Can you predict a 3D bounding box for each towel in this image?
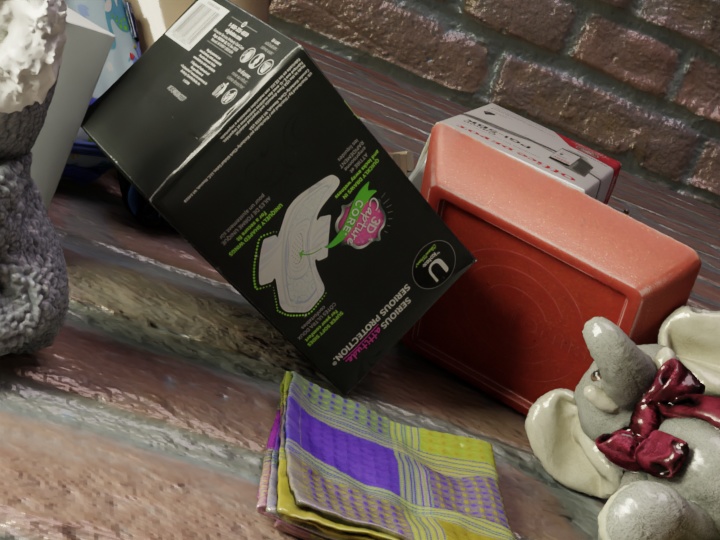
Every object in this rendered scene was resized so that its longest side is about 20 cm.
[{"bbox_3d":[0.019,0.112,0.731,0.142,0.023,0.200,22,13,-5],"label":"towel"}]

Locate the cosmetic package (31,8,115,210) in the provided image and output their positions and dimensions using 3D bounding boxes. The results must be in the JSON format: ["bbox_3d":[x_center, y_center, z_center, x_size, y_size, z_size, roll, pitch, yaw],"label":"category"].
[{"bbox_3d":[-0.258,-0.120,0.884,0.199,0.152,0.051,33,16,33],"label":"cosmetic package"}]

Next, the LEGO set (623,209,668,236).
[{"bbox_3d":[0.219,-0.013,1.367,0.199,0.117,0.154,27,13,15],"label":"LEGO set"}]

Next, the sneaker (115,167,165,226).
[{"bbox_3d":[-0.133,-0.066,1.086,0.072,0.113,0.200,10,-30,30],"label":"sneaker"}]

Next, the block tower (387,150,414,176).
[{"bbox_3d":[-0.032,-0.068,1.106,0.054,0.059,0.199,-2,3,37],"label":"block tower"}]

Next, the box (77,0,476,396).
[{"bbox_3d":[-0.052,-0.049,0.865,0.200,0.124,0.148,48,-4,-36],"label":"box"}]

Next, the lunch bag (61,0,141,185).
[{"bbox_3d":[-0.244,-0.150,1.038,0.082,0.162,0.199,-18,-11,30],"label":"lunch bag"}]

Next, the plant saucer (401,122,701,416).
[{"bbox_3d":[0.111,0.025,0.942,0.198,0.201,0.037,29,47,19],"label":"plant saucer"}]

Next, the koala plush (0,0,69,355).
[{"bbox_3d":[-0.203,-0.070,0.667,0.182,0.202,0.177,16,14,-29],"label":"koala plush"}]

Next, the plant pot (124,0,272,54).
[{"bbox_3d":[-0.158,-0.184,1.192,0.199,0.199,0.175,9,59,-47],"label":"plant pot"}]

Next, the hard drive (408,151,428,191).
[{"bbox_3d":[0.124,-0.021,1.074,0.199,0.027,0.132,32,-15,-2],"label":"hard drive"}]

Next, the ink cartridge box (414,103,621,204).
[{"bbox_3d":[0.141,-0.078,1.243,0.146,0.084,0.200,26,18,12],"label":"ink cartridge box"}]

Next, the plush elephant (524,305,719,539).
[{"bbox_3d":[0.181,0.090,0.816,0.155,0.164,0.200,48,-5,32],"label":"plush elephant"}]
